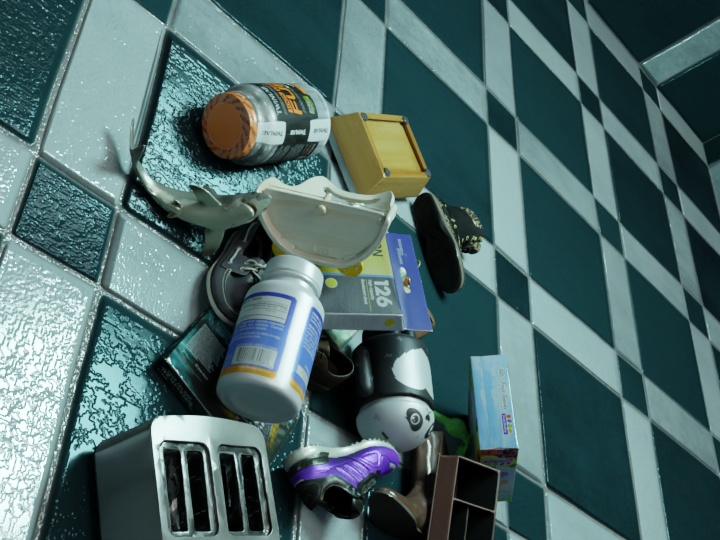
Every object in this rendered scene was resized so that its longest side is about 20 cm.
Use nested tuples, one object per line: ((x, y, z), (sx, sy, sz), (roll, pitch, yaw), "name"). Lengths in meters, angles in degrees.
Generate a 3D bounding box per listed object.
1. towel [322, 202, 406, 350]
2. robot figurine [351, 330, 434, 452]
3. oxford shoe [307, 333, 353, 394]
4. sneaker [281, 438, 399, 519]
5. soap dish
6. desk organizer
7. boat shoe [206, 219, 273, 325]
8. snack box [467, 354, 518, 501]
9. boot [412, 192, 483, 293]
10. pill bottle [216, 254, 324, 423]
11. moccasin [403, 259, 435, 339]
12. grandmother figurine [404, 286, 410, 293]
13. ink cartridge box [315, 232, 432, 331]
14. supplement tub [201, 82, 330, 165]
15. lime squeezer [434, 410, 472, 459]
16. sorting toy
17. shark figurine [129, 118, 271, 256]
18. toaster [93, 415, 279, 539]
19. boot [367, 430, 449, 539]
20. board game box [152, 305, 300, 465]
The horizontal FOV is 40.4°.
((-0.020, 0.002, 1.517), (0.153, 0.023, 0.200), (48, 62, -7), "towel")
((0.050, 0.175, 1.486), (0.148, 0.125, 0.202), (5, 56, -12), "robot figurine")
((-0.087, 0.107, 1.387), (0.199, 0.084, 0.074), (28, 48, -38), "oxford shoe")
((-0.015, 0.294, 1.348), (0.198, 0.070, 0.100), (4, 47, -43), "sneaker")
((0.038, -0.211, 1.784), (0.199, 0.081, 0.159), (-8, 73, -56), "soap dish")
((0.149, 0.376, 1.435), (0.072, 0.076, 0.202), (46, 46, -46), "desk organizer")
((-0.161, -0.005, 1.362), (0.073, 0.062, 0.201), (43, 29, -22), "boat shoe")
((0.215, 0.262, 1.608), (0.201, 0.067, 0.170), (85, 3, -54), "snack box")
((0.184, -0.049, 1.882), (0.150, 0.073, 0.202), (7, 56, -52), "boot")
((-0.109, 0.085, 1.270), (0.112, 0.111, 0.202), (39, 49, -31), "pill bottle")
((0.066, 0.019, 1.649), (0.077, 0.074, 0.203), (-32, 93, -25), "moccasin")
((0.016, 0.006, 1.577), (0.199, 0.122, 0.061), (39, 10, -6), "grandmother figurine")
((0.000, 0.000, 1.440), (0.197, 0.047, 0.199), (1, 48, -13), "ink cartridge box")
((-0.144, -0.226, 1.509), (0.199, 0.122, 0.124), (-18, 82, -57), "supplement tub")
((0.151, 0.287, 1.593), (0.202, 0.070, 0.038), (62, 16, -1), "lime squeezer")
((-0.032, -0.087, 1.422), (0.180, 0.197, 0.108), (-57, 156, -56), "sorting toy")
((-0.237, -0.110, 1.351), (0.212, 0.129, 0.090), (25, 35, -11), "shark figurine")
((-0.196, 0.259, 1.099), (0.180, 0.118, 0.202), (18, 53, -48), "toaster")
((0.081, 0.310, 1.489), (0.187, 0.064, 0.202), (54, 35, -36), "boot")
((-0.170, 0.161, 1.284), (0.201, 0.028, 0.135), (54, 34, -12), "board game box")
